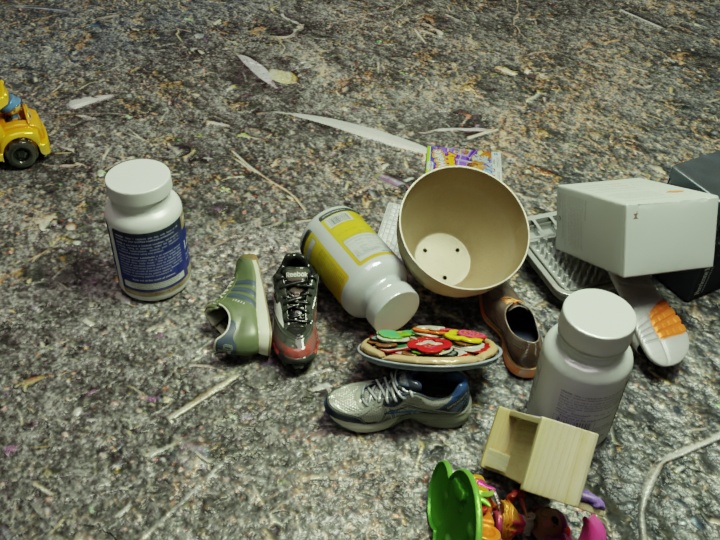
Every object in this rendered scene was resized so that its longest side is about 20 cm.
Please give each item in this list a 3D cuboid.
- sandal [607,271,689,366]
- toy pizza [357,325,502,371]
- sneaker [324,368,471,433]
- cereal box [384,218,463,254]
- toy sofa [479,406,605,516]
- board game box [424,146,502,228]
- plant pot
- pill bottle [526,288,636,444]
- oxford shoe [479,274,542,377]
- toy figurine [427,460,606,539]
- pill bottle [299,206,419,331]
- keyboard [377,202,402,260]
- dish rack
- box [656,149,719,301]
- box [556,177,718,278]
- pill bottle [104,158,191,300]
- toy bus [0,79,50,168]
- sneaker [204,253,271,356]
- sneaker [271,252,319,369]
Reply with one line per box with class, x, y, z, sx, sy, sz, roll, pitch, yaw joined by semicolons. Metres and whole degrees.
sandal;0.423;0.067;1.229;0.079;0.059;0.207;-2;49;-12
toy pizza;0.095;0.100;1.127;0.199;0.032;0.200;0;8;0
sneaker;0.051;0.159;1.084;0.199;0.085;0.077;-3;48;-5
cereal box;0.151;-0.099;1.431;0.144;0.040;0.200;23;45;23
toy sofa;0.214;0.214;0.943;0.097;0.200;0.083;19;82;-2
board game box;0.176;-0.137;1.411;0.134;0.045;0.200;5;42;3
plant pot;0.142;-0.042;1.257;0.199;0.135;0.201;4;68;-9
pill bottle;0.285;0.126;1.049;0.114;0.200;0.115;1;41;-1
oxford shoe;0.229;0.063;1.218;0.071;0.073;0.200;-8;41;-10
toy figurine;0.184;0.301;0.928;0.183;0.151;0.200;11;15;-10
pill bottle;0.000;0.000;1.240;0.112;0.112;0.200;-21;50;-25
keyboard;0.048;-0.031;1.336;0.056;0.011;0.200;9;55;14
dish rack;0.353;-0.022;1.347;0.171;0.044;0.200;-11;42;-16
box;0.580;-0.082;1.308;0.199;0.197;0.118;-18;45;-21
box;0.409;-0.070;1.234;0.152;0.107;0.200;-6;16;-13
pill bottle;-0.325;-0.061;1.246;0.115;0.200;0.116;1;41;-1
toy bus;-0.694;-0.289;1.510;0.199;0.193;0.136;-15;42;-21
sneaker;-0.189;0.048;1.223;0.090;0.067;0.201;-3;44;-14
sneaker;-0.096;0.050;1.204;0.071;0.098;0.201;0;42;-5
